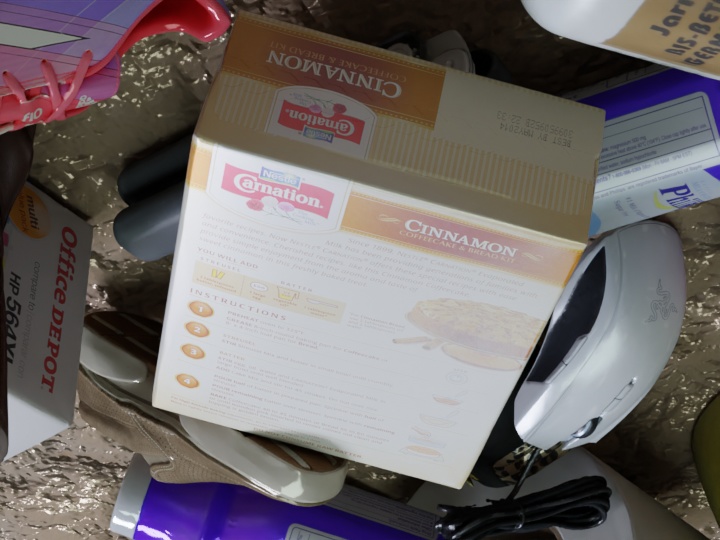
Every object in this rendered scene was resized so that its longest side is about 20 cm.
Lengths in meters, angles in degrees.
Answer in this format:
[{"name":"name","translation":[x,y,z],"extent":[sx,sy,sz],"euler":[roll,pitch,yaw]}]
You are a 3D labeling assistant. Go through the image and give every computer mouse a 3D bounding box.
[{"name":"computer mouse","translation":[0.118,0.067,0.824],"extent":[0.109,0.044,0.200],"euler":[3,121,-33]}]

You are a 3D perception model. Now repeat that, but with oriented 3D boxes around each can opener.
[{"name":"can opener","translation":[-0.026,-0.052,0.727],"extent":[0.199,0.053,0.066],"euler":[-20,139,24]}]

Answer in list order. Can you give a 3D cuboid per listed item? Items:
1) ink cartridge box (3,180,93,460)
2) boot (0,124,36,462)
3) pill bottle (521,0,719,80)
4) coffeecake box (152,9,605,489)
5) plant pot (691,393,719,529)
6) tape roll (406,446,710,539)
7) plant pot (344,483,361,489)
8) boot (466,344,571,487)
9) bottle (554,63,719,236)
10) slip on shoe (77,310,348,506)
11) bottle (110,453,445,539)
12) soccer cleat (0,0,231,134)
[{"name":"ink cartridge box","translation":[-0.226,0.013,0.750],"extent":[0.125,0.129,0.200],"euler":[-27,135,29]},{"name":"boot","translation":[-0.194,-0.034,0.628],"extent":[0.064,0.201,0.186],"euler":[-19,139,23]},{"name":"pill bottle","translation":[0.114,-0.133,0.570],"extent":[0.199,0.115,0.114],"euler":[12,141,-15]},{"name":"coffeecake box","translation":[0.000,0.000,0.675],"extent":[0.153,0.073,0.200],"euler":[15,144,-2]},{"name":"plant pot","translation":[0.303,0.153,0.922],"extent":[0.199,0.142,0.200],"euler":[1,143,0]},{"name":"tape roll","translation":[0.119,0.218,0.959],"extent":[0.202,0.203,0.139],"euler":[-27,136,31]},{"name":"plant pot","translation":[-0.076,0.254,1.036],"extent":[0.193,0.201,0.200],"euler":[-19,140,42]},{"name":"boot","translation":[0.021,0.072,0.878],"extent":[0.200,0.073,0.151],"euler":[-27,135,23]},{"name":"bottle","translation":[0.155,-0.064,0.691],"extent":[0.199,0.066,0.083],"euler":[-17,172,20]},{"name":"slip on shoe","translation":[-0.083,0.082,0.802],"extent":[0.076,0.200,0.061],"euler":[-1,110,-48]},{"name":"bottle","translation":[-0.039,0.155,0.888],"extent":[0.199,0.065,0.084],"euler":[18,120,-1]},{"name":"soccer cleat","translation":[-0.137,-0.077,0.590],"extent":[0.077,0.200,0.067],"euler":[50,152,-1]}]
